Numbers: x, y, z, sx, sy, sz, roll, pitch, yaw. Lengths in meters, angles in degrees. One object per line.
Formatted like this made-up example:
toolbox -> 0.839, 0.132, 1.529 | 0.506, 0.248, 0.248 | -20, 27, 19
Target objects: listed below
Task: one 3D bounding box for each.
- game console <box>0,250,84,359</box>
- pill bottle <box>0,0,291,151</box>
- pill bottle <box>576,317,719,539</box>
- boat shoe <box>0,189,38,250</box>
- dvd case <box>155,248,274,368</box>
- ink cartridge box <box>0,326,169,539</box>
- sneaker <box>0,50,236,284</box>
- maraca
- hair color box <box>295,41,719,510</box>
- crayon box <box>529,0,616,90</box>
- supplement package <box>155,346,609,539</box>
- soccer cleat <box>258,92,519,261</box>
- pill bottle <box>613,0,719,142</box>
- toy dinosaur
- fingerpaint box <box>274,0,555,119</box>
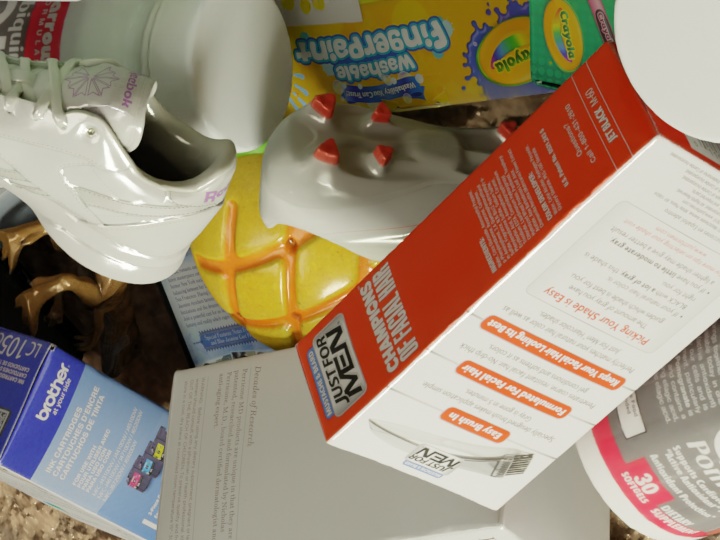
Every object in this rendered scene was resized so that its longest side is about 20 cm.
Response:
game console -> -0.260, -0.040, 1.411 | 0.199, 0.117, 0.176 | 3, 142, 40
pill bottle -> -0.136, -0.097, 1.104 | 0.199, 0.111, 0.111 | 0, 110, 34
pill bottle -> 0.197, 0.044, 0.988 | 0.200, 0.111, 0.111 | -27, 92, 44
boat shoe -> -0.234, -0.048, 1.276 | 0.086, 0.202, 0.075 | 51, 168, 19
dvd case -> -0.055, 0.022, 1.266 | 0.142, 0.018, 0.201 | -13, 102, 44
ink cartridge box -> -0.179, 0.088, 1.270 | 0.136, 0.200, 0.077 | 13, 75, 46
sneaker -> -0.145, -0.074, 0.982 | 0.199, 0.075, 0.100 | 27, 135, -21
maraca -> 0.000, 0.000, 1.153 | 0.199, 0.107, 0.137 | 29, 139, -7
hair color box -> 0.080, 0.008, 0.951 | 0.200, 0.111, 0.064 | -44, 43, 24
crayon box -> 0.125, -0.184, 0.945 | 0.058, 0.119, 0.201 | 15, 120, 34
supplement package -> 0.013, 0.107, 1.124 | 0.199, 0.117, 0.118 | -13, 58, 30
soccer cleat -> 0.048, -0.033, 1.070 | 0.199, 0.070, 0.078 | 12, 143, -13
pill bottle -> 0.182, -0.120, 0.871 | 0.110, 0.200, 0.111 | 19, 123, 32
toy dinosaur -> -0.145, -0.015, 1.259 | 0.061, 0.106, 0.200 | 59, 150, 28
fingerpaint box -> 0.027, -0.164, 1.069 | 0.199, 0.073, 0.168 | -4, 107, 44
